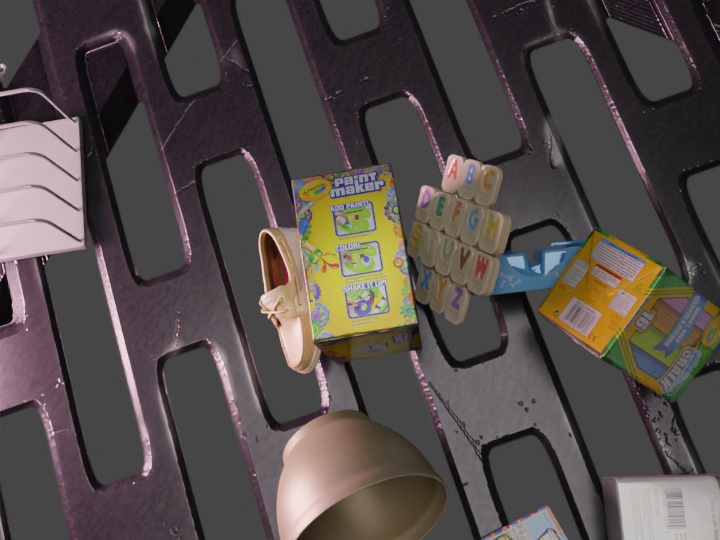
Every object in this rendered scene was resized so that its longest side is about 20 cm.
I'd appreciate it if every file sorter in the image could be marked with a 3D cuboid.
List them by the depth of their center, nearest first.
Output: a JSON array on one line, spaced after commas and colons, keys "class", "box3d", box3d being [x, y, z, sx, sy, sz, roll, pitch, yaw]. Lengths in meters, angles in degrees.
[{"class": "file sorter", "box3d": [-0.474, -0.131, 1.085, 0.138, 0.125, 0.200, -9, 76, 4]}]

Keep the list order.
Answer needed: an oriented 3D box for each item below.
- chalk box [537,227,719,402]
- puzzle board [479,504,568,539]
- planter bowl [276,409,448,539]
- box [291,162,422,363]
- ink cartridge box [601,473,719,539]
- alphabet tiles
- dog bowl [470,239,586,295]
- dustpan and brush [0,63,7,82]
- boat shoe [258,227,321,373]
[{"class": "chalk box", "box3d": [0.335, 0.062, 0.923, 0.124, 0.200, 0.124, -57, 34, 7]}, {"class": "puzzle board", "box3d": [0.207, 0.402, 0.923, 0.151, 0.017, 0.200, -28, 66, -1]}, {"class": "planter bowl", "box3d": [-0.014, 0.252, 0.925, 0.200, 0.200, 0.135, -30, 48, -2]}, {"class": "box", "box3d": [0.000, 0.000, 0.964, 0.122, 0.200, 0.193, -10, 77, 3]}, {"class": "ink cartridge box", "box3d": [0.396, 0.311, 0.908, 0.200, 0.084, 0.146, -2, 77, 5]}, {"class": "alphabet tiles", "box3d": [0.115, -0.041, 0.970, 0.015, 0.200, 0.196, 9, 102, -26]}, {"class": "dog bowl", "box3d": [0.217, -0.004, 0.993, 0.200, 0.111, 0.050, -6, 95, 4]}, {"class": "dustpan and brush", "box3d": [-0.593, -0.230, 1.164, 0.139, 0.057, 0.200, 33, 88, 1]}, {"class": "boat shoe", "box3d": [-0.100, 0.036, 1.022, 0.074, 0.069, 0.200, -31, 61, 42]}]
